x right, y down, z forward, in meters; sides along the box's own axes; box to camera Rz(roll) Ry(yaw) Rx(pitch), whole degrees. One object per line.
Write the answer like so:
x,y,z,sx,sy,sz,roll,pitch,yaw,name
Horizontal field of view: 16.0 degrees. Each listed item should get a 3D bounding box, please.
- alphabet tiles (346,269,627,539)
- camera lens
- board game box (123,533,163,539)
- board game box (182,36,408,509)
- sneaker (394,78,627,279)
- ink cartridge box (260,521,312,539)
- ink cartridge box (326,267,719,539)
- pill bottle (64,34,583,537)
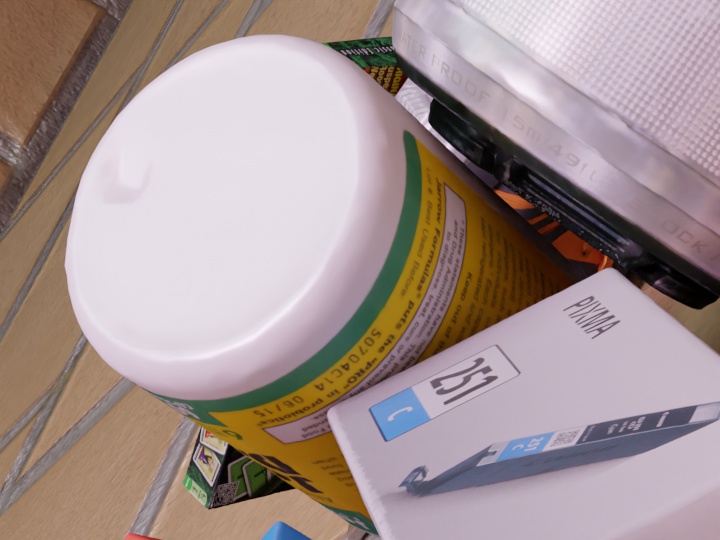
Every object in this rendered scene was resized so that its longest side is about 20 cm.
0.057,0.022,1.083,0.200,0.008,0.167,-51,14,27,alphabet tiles
0.118,-0.099,0.781,0.200,0.160,0.160,-56,12,7,camera lens
-0.017,0.163,0.680,0.200,0.040,0.153,8,80,53,board game box
0.000,0.000,1.000,0.105,0.023,0.200,-12,-50,-42,board game box
0.071,-0.048,0.935,0.200,0.112,0.078,-47,40,17,sneaker
-0.048,0.198,0.898,0.116,0.067,0.200,-50,15,31,ink cartridge box
0.088,0.037,0.632,0.176,0.045,0.200,-26,13,-2,ink cartridge box
0.007,0.020,0.801,0.113,0.200,0.113,-15,59,26,pill bottle
